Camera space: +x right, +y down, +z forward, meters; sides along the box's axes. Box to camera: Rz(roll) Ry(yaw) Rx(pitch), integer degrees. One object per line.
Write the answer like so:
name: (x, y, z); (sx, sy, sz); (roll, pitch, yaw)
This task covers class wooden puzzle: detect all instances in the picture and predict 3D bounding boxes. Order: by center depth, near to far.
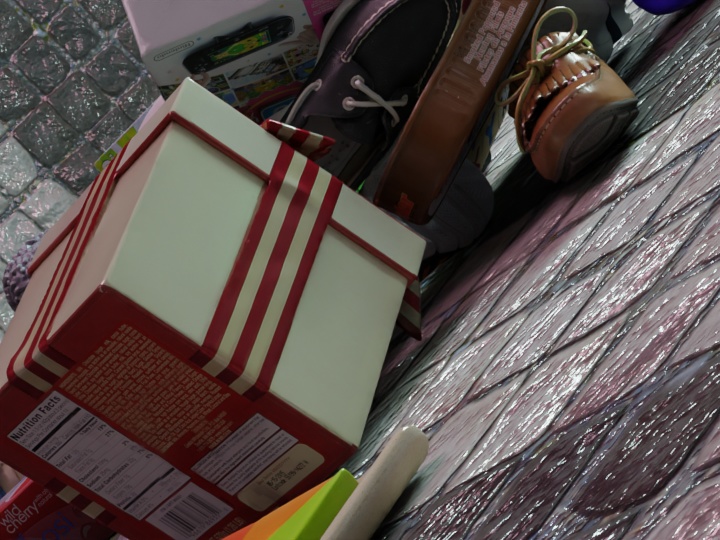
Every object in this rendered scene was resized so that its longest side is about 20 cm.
wooden puzzle: (-0.068, 0.159, 1.052); (0.200, 0.037, 0.185); (-40, 8, 42)

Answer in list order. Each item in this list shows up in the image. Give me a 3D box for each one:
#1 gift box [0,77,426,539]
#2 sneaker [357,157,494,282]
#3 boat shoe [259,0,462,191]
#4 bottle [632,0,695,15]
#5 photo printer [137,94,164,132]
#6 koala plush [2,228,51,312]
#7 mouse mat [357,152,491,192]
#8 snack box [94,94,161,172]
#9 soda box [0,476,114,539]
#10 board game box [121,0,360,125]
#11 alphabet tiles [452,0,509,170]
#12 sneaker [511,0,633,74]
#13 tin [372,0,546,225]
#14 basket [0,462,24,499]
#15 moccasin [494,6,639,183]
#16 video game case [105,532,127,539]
gift box: (-0.079, 0.037, 1.294); (0.185, 0.200, 0.187); (-37, 25, 39)
sneaker: (0.000, 0.000, 1.471); (0.200, 0.078, 0.112); (-39, -10, -46)
boat shoe: (-0.004, -0.088, 1.372); (0.200, 0.076, 0.060); (-54, 29, 29)
bottle: (0.232, -0.244, 1.566); (0.084, 0.065, 0.200); (-38, 9, 47)
photo printer: (-0.059, -0.061, 1.686); (0.166, 0.200, 0.069); (-41, 8, 43)
koala plush: (-0.099, 0.008, 1.569); (0.200, 0.177, 0.184); (-40, -2, 2)
mouse mat: (0.012, -0.097, 1.627); (0.008, 0.161, 0.200); (-32, 13, 35)
snack box: (-0.083, -0.058, 1.822); (0.142, 0.200, 0.053); (-41, 8, 39)
soda box: (-0.219, 0.178, 1.623); (0.200, 0.063, 0.070); (-42, 8, 27)
board game box: (-0.045, -0.128, 1.435); (0.147, 0.064, 0.200); (-22, -27, 2)
alphabet tiles: (0.081, -0.143, 1.553); (0.200, 0.006, 0.167); (84, -154, -52)
sneaker: (0.122, -0.160, 1.554); (0.081, 0.076, 0.200); (-52, -22, 2)
tin: (0.067, -0.117, 1.402); (0.200, 0.042, 0.112); (-62, -7, -18)
basket: (-0.216, 0.121, 1.762); (0.176, 0.139, 0.200); (-28, -9, -46)
moccasin: (0.114, -0.102, 1.364); (0.074, 0.078, 0.201); (-44, 6, 17)
video game case: (-0.149, 0.169, 1.610); (0.182, 0.022, 0.200); (-44, 7, 14)
